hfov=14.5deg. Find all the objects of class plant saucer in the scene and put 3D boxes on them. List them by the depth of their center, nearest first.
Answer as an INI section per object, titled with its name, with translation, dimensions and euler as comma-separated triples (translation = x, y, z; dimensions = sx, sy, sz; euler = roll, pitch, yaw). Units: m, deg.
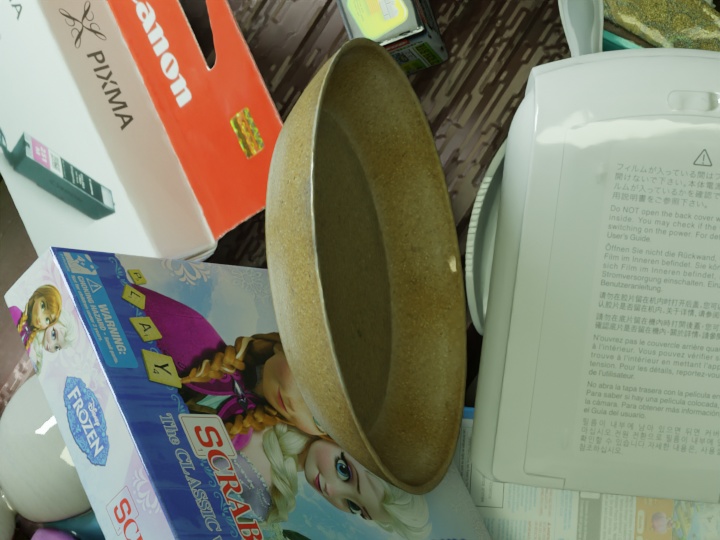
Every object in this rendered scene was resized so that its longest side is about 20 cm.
[plant saucer]
translation = 0.000, 0.000, 1.240
dimensions = 0.035, 0.200, 0.201
euler = -8, 86, 19

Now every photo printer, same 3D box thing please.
[photo printer]
translation = 0.140, 0.001, 1.260
dimensions = 0.165, 0.069, 0.201
euler = 5, 107, -3

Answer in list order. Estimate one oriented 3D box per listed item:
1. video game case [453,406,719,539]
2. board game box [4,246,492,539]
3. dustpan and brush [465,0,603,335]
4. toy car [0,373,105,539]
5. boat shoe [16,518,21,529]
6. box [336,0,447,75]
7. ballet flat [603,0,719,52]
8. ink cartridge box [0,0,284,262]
[video game case]
translation = 0.136, 0.143, 1.333
dimensions = 0.199, 0.018, 0.144
euler = 4, 87, 8
[board game box]
translation = -0.038, 0.086, 1.243
dimensions = 0.041, 0.199, 0.201
euler = -44, 59, 31
[dustpan and brush]
translation = 0.109, -0.059, 1.297
dimensions = 0.139, 0.057, 0.201
euler = -5, 102, 10
[toy car]
translation = -0.120, 0.154, 1.275
dimensions = 0.200, 0.150, 0.175
euler = -37, 123, 4
[boat shoe]
translation = -0.232, 0.055, 1.358
dimensions = 0.200, 0.074, 0.073
euler = 44, 94, 6
[box]
translation = -0.012, -0.193, 1.321
dimensions = 0.035, 0.110, 0.201
euler = -19, 85, 7
[ballet flat]
translation = 0.191, -0.088, 1.315
dimensions = 0.199, 0.071, 0.071
euler = 33, 92, 8
[ink cartridge box]
translation = -0.121, -0.093, 1.311
dimensions = 0.043, 0.173, 0.201
euler = -21, 83, -36
